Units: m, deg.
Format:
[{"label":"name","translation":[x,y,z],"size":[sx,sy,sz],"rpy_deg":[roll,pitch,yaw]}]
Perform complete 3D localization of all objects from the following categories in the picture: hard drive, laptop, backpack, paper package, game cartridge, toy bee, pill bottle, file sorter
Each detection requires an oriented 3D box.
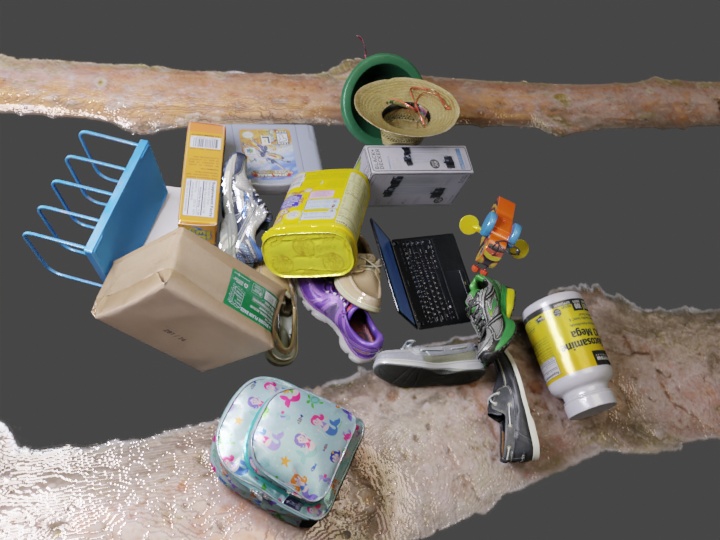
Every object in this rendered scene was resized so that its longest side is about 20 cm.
[{"label":"hard drive","translation":[-0.304,-0.045,1.294],"size":[0.131,0.026,0.201],"rpy_deg":[5,61,-16]},{"label":"laptop","translation":[0.114,0.000,1.363],"size":[0.199,0.103,0.178],"rpy_deg":[-7,66,-21]},{"label":"backpack","translation":[-0.110,0.250,1.136],"size":[0.199,0.151,0.178],"rpy_deg":[26,59,3]},{"label":"paper package","translation":[-0.241,0.047,1.138],"size":[0.200,0.190,0.104],"rpy_deg":[35,51,-34]},{"label":"game cartridge","translation":[-0.166,-0.199,1.418],"size":[0.199,0.042,0.134],"rpy_deg":[-4,60,-20]},{"label":"toy bee","translation":[0.234,-0.052,1.444],"size":[0.131,0.109,0.200],"rpy_deg":[37,33,13]},{"label":"pill bottle","translation":[0.360,0.146,1.359],"size":[0.112,0.113,0.201],"rpy_deg":[-8,66,-22]},{"label":"file sorter","translation":[-0.399,-0.090,1.209],"size":[0.122,0.139,0.201],"rpy_deg":[13,63,8]}]

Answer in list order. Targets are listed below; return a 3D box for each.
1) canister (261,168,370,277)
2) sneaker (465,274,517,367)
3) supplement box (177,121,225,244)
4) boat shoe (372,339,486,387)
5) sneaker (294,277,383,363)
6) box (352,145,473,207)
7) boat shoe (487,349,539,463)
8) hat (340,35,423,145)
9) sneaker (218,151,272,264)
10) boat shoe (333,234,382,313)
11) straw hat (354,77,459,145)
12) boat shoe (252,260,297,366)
[{"label":"canister","translation":[-0.066,-0.083,1.307],"size":[0.148,0.087,0.200],"rpy_deg":[-2,37,13]},{"label":"sneaker","translation":[0.209,0.084,1.343],"size":[0.085,0.078,0.200],"rpy_deg":[29,33,-11]},{"label":"supplement box","translation":[-0.260,-0.144,1.304],"size":[0.068,0.067,0.201],"rpy_deg":[6,62,-8]},{"label":"boat shoe","translation":[0.111,0.147,1.304],"size":[0.201,0.075,0.065],"rpy_deg":[2,56,-21]},{"label":"sneaker","translation":[-0.027,0.055,1.299],"size":[0.081,0.084,0.200],"rpy_deg":[-36,77,-30]},{"label":"box","translation":[0.088,-0.170,1.438],"size":[0.199,0.117,0.060],"rpy_deg":[-4,64,-19]},{"label":"boat shoe","translation":[0.240,0.218,1.309],"size":[0.067,0.072,0.201],"rpy_deg":[-9,60,1]},{"label":"hat","translation":[0.029,-0.342,1.569],"size":[0.165,0.176,0.201],"rpy_deg":[31,90,-18]},{"label":"sneaker","translation":[-0.187,-0.098,1.311],"size":[0.085,0.077,0.201],"rpy_deg":[2,74,-8]},{"label":"boat shoe","translation":[0.000,0.000,1.288],"size":[0.072,0.065,0.200],"rpy_deg":[24,19,-21]},{"label":"straw hat","translation":[0.081,-0.264,1.442],"size":[0.200,0.085,0.202],"rpy_deg":[6,44,-5]},{"label":"boat shoe","translation":[-0.129,0.048,1.271],"size":[0.071,0.076,0.201],"rpy_deg":[-7,63,-18]}]
